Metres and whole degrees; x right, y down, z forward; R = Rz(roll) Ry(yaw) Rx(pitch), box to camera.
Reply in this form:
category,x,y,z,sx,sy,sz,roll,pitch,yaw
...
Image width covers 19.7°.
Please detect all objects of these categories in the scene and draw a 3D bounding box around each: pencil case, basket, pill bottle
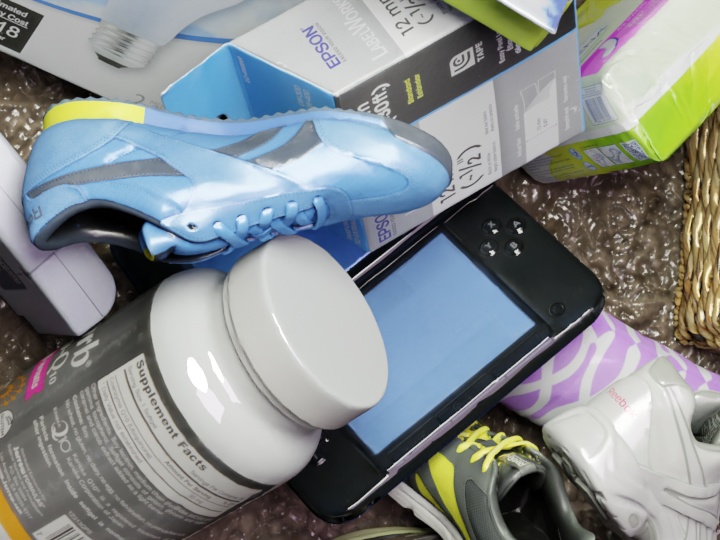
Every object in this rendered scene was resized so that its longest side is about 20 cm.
category,x,y,z,sx,sy,sz,roll,pitch,yaw
pencil case,0.150,0.065,1.195,0.199,0.084,0.086,29,42,-20
basket,0.282,-0.045,1.215,0.142,0.149,0.201,7,84,-21
pill bottle,-0.091,0.070,1.025,0.116,0.199,0.117,42,30,-31

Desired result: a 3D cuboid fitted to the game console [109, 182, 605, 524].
category,x,y,z,sx,sy,sz,roll,pitch,yaw
game console,0.000,0.000,1.099,0.200,0.171,0.119,-39,145,-9

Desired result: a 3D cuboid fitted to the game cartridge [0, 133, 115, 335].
category,x,y,z,sx,sy,sz,roll,pitch,yaw
game cartridge,-0.201,-0.052,1.029,0.042,0.133,0.200,-43,104,-20

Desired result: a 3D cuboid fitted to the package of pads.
category,x,y,z,sx,sy,sz,roll,pitch,yaw
package of pads,0.176,-0.138,1.173,0.200,0.154,0.068,-44,103,-19

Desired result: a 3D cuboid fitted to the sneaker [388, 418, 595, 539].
category,x,y,z,sx,sy,sz,roll,pitch,yaw
sneaker,0.069,0.110,1.118,0.074,0.085,0.200,-17,57,-33

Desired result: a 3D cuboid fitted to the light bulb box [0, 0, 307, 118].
category,x,y,z,sx,sy,sz,roll,pitch,yaw
light bulb box,-0.110,-0.198,1.019,0.197,0.200,0.125,23,52,-18

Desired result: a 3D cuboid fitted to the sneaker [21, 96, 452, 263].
category,x,y,z,sx,sy,sz,roll,pitch,yaw
sneaker,-0.057,-0.031,0.961,0.199,0.066,0.079,3,58,0

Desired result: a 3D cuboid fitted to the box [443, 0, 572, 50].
category,x,y,z,sx,sy,sz,roll,pitch,yaw
box,0.058,-0.192,0.951,0.121,0.048,0.201,29,53,-6

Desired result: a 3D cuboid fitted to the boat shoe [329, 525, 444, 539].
category,x,y,z,sx,sy,sz,roll,pitch,yaw
boat shoe,0.037,0.176,1.151,0.199,0.065,0.074,-16,95,-21

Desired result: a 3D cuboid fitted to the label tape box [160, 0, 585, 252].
category,x,y,z,sx,sy,sz,roll,pitch,yaw
label tape box,0.012,-0.081,1.026,0.199,0.144,0.066,-32,60,-10

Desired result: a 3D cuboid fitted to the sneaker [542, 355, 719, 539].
category,x,y,z,sx,sy,sz,roll,pitch,yaw
sneaker,0.177,0.116,1.131,0.099,0.078,0.200,-39,143,-2
